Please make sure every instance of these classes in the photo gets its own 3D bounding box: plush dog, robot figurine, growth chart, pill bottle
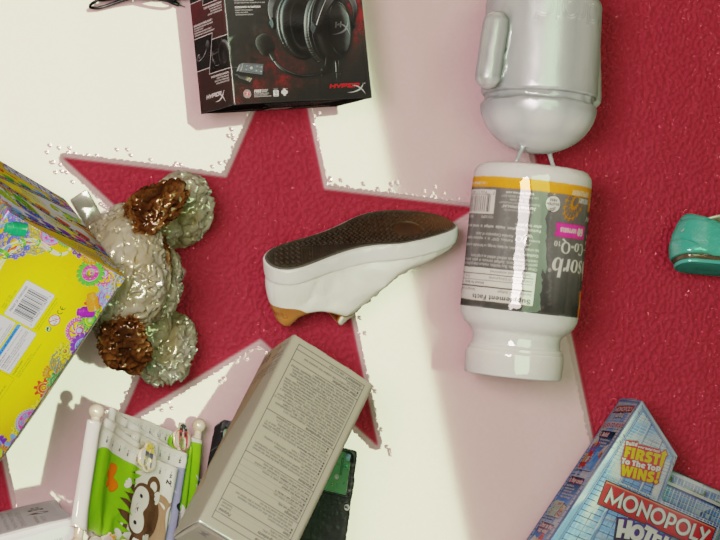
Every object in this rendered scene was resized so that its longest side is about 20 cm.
[{"bbox_3d":[-0.209,0.000,1.559,0.159,0.172,0.201,8,87,-14],"label":"plush dog"},{"bbox_3d":[0.173,-0.199,1.693,0.169,0.113,0.201,5,87,-39],"label":"robot figurine"},{"bbox_3d":[-0.193,0.192,1.544,0.018,0.200,0.146,-4,78,25],"label":"growth chart"},{"bbox_3d":[0.155,0.001,1.680,0.116,0.116,0.201,5,90,-14],"label":"pill bottle"}]

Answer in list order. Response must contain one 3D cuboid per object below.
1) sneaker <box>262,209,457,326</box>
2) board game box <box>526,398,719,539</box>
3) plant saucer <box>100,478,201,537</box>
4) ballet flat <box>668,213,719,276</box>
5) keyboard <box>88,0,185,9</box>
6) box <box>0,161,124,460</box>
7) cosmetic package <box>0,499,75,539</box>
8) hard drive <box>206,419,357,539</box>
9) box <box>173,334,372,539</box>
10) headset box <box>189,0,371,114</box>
[{"bbox_3d":[0.000,0.000,1.678,0.199,0.073,0.085,-15,123,-20],"label":"sneaker"},{"bbox_3d":[0.276,0.238,1.735,0.199,0.062,0.201,23,84,-13],"label":"board game box"},{"bbox_3d":[-0.156,0.295,1.630,0.199,0.027,0.201,3,81,-17],"label":"plant saucer"},{"bbox_3d":[0.404,-0.019,1.776,0.199,0.067,0.071,13,71,-16],"label":"ballet flat"},{"bbox_3d":[-0.189,-0.297,1.642,0.199,0.040,0.105,-2,88,-14],"label":"keyboard"},{"bbox_3d":[-0.325,0.026,1.484,0.122,0.193,0.200,32,95,-32],"label":"box"},{"bbox_3d":[-0.314,0.321,1.527,0.164,0.165,0.201,-13,92,-15],"label":"cosmetic package"},{"bbox_3d":[-0.083,0.249,1.620,0.139,0.038,0.201,15,68,-20],"label":"hard drive"},{"bbox_3d":[-0.078,0.170,1.583,0.095,0.078,0.201,34,62,-11],"label":"box"},{"bbox_3d":[-0.078,-0.251,1.633,0.148,0.077,0.201,-5,91,-31],"label":"headset box"}]
